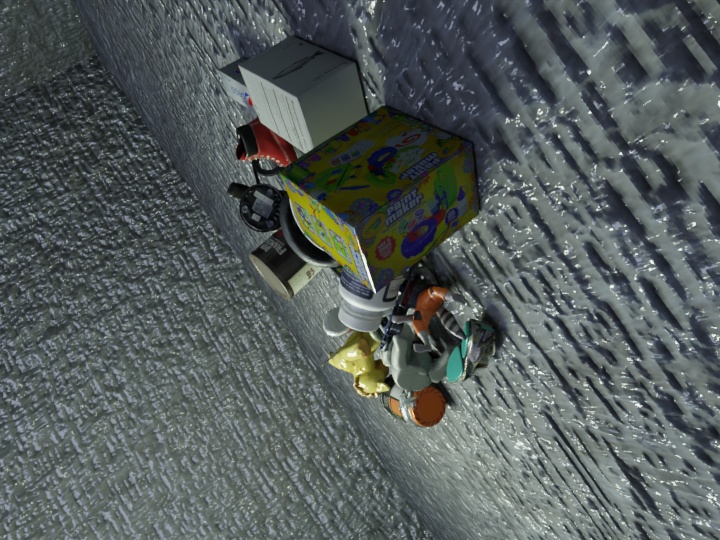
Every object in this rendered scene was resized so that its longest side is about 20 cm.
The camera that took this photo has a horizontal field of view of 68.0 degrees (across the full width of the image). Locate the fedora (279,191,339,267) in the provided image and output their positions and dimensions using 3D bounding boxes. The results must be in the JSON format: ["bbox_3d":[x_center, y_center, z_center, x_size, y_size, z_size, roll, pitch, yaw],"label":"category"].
[{"bbox_3d":[-0.077,-0.111,1.166,0.202,0.199,0.092,56,-164,-4],"label":"fedora"}]

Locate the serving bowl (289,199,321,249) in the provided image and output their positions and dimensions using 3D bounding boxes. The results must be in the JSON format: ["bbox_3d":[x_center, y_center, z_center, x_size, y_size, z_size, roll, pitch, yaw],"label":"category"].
[{"bbox_3d":[-0.044,-0.134,1.052,0.198,0.066,0.203,19,126,28],"label":"serving bowl"}]

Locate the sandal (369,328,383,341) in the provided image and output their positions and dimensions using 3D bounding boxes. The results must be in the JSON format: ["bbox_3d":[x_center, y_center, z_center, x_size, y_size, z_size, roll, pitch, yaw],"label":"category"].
[{"bbox_3d":[-0.003,0.114,1.396,0.079,0.057,0.202,35,-162,-42],"label":"sandal"}]

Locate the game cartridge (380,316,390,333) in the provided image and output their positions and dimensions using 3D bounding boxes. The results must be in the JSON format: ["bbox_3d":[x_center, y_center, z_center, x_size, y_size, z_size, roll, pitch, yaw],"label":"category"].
[{"bbox_3d":[0.019,0.054,1.291,0.201,0.040,0.134,64,178,-38],"label":"game cartridge"}]

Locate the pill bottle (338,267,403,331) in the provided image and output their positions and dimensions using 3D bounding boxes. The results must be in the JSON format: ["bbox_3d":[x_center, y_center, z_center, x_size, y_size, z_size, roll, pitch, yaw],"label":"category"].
[{"bbox_3d":[0.022,0.003,0.964,0.111,0.110,0.203,36,117,45],"label":"pill bottle"}]

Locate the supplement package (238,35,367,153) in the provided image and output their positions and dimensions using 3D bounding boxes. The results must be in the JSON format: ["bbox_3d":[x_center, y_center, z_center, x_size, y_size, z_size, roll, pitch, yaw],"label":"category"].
[{"bbox_3d":[-0.094,-0.290,0.884,0.200,0.116,0.118,39,157,40],"label":"supplement package"}]

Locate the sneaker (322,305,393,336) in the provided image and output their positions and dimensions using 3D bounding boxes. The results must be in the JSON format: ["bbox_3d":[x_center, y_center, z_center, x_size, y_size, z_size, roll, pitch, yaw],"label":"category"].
[{"bbox_3d":[0.011,0.089,1.201,0.082,0.197,0.078,56,-167,-70],"label":"sneaker"}]

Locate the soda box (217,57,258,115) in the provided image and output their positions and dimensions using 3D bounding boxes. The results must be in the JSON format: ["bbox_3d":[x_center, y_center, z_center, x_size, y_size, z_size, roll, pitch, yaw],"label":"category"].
[{"bbox_3d":[-0.225,-0.387,1.133,0.200,0.068,0.064,39,156,40],"label":"soda box"}]

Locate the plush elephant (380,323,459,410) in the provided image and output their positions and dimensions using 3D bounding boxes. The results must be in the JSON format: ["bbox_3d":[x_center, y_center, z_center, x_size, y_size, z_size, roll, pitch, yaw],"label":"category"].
[{"bbox_3d":[0.120,0.179,1.154,0.156,0.162,0.203,-86,11,-60],"label":"plush elephant"}]

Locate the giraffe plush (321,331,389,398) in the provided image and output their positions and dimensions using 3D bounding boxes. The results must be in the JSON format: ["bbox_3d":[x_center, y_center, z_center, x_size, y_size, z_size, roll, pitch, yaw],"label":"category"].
[{"bbox_3d":[0.016,0.259,1.452,0.163,0.199,0.172,53,171,-5],"label":"giraffe plush"}]

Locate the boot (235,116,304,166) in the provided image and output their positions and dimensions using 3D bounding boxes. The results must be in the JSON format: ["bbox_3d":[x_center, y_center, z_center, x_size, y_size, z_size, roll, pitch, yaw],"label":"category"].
[{"bbox_3d":[-0.200,-0.251,1.190,0.072,0.144,0.202,35,155,42],"label":"boot"}]

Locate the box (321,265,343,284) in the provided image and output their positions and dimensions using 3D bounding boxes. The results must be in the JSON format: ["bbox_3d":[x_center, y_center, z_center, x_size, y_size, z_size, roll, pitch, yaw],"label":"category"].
[{"bbox_3d":[0.000,0.000,1.170,0.200,0.109,0.035,42,153,37],"label":"box"}]

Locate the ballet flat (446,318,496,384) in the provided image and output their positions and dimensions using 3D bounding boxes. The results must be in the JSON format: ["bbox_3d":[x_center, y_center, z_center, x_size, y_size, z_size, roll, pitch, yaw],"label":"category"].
[{"bbox_3d":[0.208,0.157,0.977,0.072,0.072,0.202,46,154,25],"label":"ballet flat"}]

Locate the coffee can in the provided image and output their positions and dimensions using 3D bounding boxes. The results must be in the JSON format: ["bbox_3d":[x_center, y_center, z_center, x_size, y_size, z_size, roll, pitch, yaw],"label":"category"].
[{"bbox_3d":[-0.151,-0.049,1.305,0.146,0.200,0.147,40,161,17],"label":"coffee can"}]

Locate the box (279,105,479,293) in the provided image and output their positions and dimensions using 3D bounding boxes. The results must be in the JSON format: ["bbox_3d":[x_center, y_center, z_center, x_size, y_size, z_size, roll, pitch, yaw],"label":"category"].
[{"bbox_3d":[0.027,-0.110,0.753,0.192,0.199,0.123,39,157,43],"label":"box"}]

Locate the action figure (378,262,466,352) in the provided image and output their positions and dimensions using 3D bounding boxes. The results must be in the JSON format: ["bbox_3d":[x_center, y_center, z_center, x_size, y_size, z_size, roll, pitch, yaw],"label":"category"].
[{"bbox_3d":[0.112,0.083,0.977,0.103,0.203,0.194,18,-163,-14],"label":"action figure"}]

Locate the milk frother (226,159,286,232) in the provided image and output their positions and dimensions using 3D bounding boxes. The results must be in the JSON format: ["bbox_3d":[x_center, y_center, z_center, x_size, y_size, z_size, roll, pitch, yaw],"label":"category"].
[{"bbox_3d":[-0.219,-0.208,1.369,0.181,0.200,0.188,46,-174,1],"label":"milk frother"}]

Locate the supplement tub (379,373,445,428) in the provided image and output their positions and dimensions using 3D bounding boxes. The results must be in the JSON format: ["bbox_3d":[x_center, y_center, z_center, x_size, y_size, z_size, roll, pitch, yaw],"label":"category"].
[{"bbox_3d":[0.138,0.342,1.410,0.124,0.122,0.200,58,162,-10],"label":"supplement tub"}]
